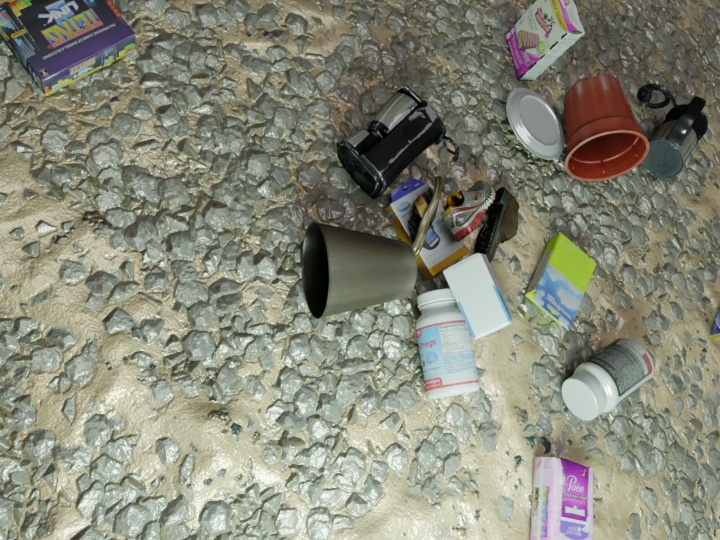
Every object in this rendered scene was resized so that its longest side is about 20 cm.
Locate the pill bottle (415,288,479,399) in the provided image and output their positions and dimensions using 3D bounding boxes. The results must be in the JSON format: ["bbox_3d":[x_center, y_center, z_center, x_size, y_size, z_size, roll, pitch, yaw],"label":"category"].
[{"bbox_3d":[0.168,0.146,1.229,0.106,0.109,0.206,-3,75,-24],"label":"pill bottle"}]

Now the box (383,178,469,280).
[{"bbox_3d":[0.138,-0.095,1.331,0.117,0.041,0.203,-29,84,-28],"label":"box"}]

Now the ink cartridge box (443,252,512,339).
[{"bbox_3d":[0.242,0.048,1.243,0.083,0.200,0.148,-26,84,15],"label":"ink cartridge box"}]

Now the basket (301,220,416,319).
[{"bbox_3d":[0.000,0.000,1.191,0.195,0.135,0.186,1,74,-27],"label":"basket"}]

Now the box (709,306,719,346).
[{"bbox_3d":[1.000,0.174,1.618,0.199,0.041,0.120,41,62,-5],"label":"box"}]

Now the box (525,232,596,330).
[{"bbox_3d":[0.464,0.028,1.430,0.121,0.048,0.202,37,63,-8],"label":"box"}]

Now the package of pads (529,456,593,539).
[{"bbox_3d":[0.411,0.490,1.247,0.118,0.075,0.205,18,67,-20],"label":"package of pads"}]

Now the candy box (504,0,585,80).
[{"bbox_3d":[0.454,-0.591,1.533,0.059,0.200,0.140,-8,76,-25],"label":"candy box"}]

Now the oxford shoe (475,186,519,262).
[{"bbox_3d":[0.320,-0.090,1.391,0.084,0.072,0.203,34,65,-15],"label":"oxford shoe"}]

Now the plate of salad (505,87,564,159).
[{"bbox_3d":[0.433,-0.364,1.540,0.196,0.048,0.206,14,62,-28],"label":"plate of salad"}]

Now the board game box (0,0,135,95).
[{"bbox_3d":[-0.545,-0.444,1.129,0.199,0.057,0.166,-41,91,-28],"label":"board game box"}]

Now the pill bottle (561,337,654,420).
[{"bbox_3d":[0.546,0.241,1.363,0.196,0.114,0.116,-23,83,-28],"label":"pill bottle"}]

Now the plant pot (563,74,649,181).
[{"bbox_3d":[0.598,-0.365,1.542,0.195,0.201,0.200,9,62,-20],"label":"plant pot"}]

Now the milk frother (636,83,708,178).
[{"bbox_3d":[0.826,-0.392,1.689,0.197,0.183,0.188,24,55,34],"label":"milk frother"}]

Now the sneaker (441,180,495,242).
[{"bbox_3d":[0.237,-0.151,1.347,0.082,0.077,0.201,47,41,-8],"label":"sneaker"}]

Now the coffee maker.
[{"bbox_3d":[0.077,-0.253,1.280,0.191,0.136,0.200,37,72,23],"label":"coffee maker"}]

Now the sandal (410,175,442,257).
[{"bbox_3d":[0.127,-0.116,1.278,0.053,0.081,0.204,20,69,8],"label":"sandal"}]
